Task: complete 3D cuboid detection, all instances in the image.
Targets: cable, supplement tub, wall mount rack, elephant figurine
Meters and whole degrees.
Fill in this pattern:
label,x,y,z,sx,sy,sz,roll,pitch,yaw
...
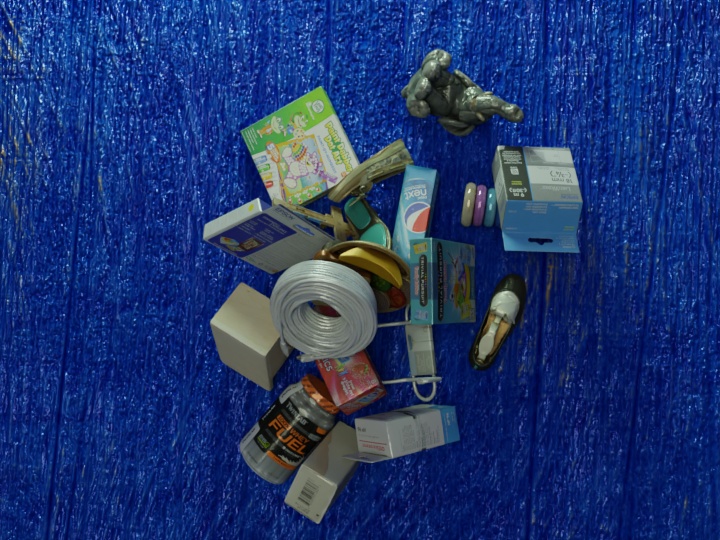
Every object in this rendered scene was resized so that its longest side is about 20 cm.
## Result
label,x,y,z,sx,sy,sz,roll,pitch,yaw
cable,-0.063,0.073,1.374,0.198,0.069,0.201,-2,128,17
supplement tub,-0.134,0.310,1.522,0.122,0.122,0.200,41,95,10
wall mount rack,0.078,0.160,1.515,0.173,0.074,0.202,-12,83,48
elephant figurine,0.193,-0.321,1.488,0.199,0.156,0.142,22,129,-13

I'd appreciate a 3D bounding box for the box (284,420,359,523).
label,x,y,z,sx,sy,sz,roll,pitch,yaw
box,-0.058,0.375,1.457,0.077,0.200,0.096,29,108,11

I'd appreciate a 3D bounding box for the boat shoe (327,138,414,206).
label,x,y,z,sx,sy,sz,roll,pitch,yaw
boat shoe,0.023,-0.184,1.506,0.199,0.073,0.063,-37,95,-21

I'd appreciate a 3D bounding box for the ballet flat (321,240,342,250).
label,x,y,z,sx,sy,sz,roll,pitch,yaw
ballet flat,0.000,0.000,1.499,0.046,0.199,0.068,-24,50,42

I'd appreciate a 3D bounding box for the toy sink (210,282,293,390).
label,x,y,z,sx,sy,sz,roll,pitch,yaw
toy sink,-0.205,0.133,1.538,0.130,0.201,0.112,29,64,13

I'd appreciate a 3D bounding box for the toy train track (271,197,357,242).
label,x,y,z,sx,sy,sz,roll,pitch,yaw
toy train track,-0.086,-0.095,1.527,0.199,0.115,0.033,19,124,-23

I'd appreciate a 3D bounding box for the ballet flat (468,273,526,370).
label,x,y,z,sx,sy,sz,roll,pitch,yaw
ballet flat,0.266,0.101,1.477,0.068,0.068,0.202,22,92,12

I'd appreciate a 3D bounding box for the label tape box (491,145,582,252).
label,x,y,z,sx,sy,sz,roll,pitch,yaw
label tape box,0.327,-0.134,1.416,0.143,0.064,0.201,1,56,-4

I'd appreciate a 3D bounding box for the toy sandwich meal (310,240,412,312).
label,x,y,z,sx,sy,sz,roll,pitch,yaw
toy sandwich meal,0.001,0.025,1.405,0.203,0.206,0.071,10,48,12

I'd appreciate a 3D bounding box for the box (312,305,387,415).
label,x,y,z,sx,sy,sz,roll,pitch,yaw
box,-0.037,0.165,1.493,0.095,0.100,0.201,-28,67,0

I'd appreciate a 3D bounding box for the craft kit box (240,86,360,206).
label,x,y,z,sx,sy,sz,roll,pitch,yaw
craft kit box,-0.120,-0.241,1.585,0.196,0.049,0.201,-27,83,6

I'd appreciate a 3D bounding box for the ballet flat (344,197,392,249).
label,x,y,z,sx,sy,sz,roll,pitch,yaw
ballet flat,0.026,-0.068,1.494,0.070,0.071,0.201,-35,44,8

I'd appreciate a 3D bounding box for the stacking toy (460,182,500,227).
label,x,y,z,sx,sy,sz,roll,pitch,yaw
stacking toy,0.296,-0.114,1.478,0.198,0.085,0.086,9,89,8

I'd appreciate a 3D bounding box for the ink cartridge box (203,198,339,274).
label,x,y,z,sx,sy,sz,roll,pitch,yaw
ink cartridge box,-0.162,-0.069,1.479,0.199,0.197,0.047,-22,56,30

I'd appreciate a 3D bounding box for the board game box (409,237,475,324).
label,x,y,z,sx,sy,sz,roll,pitch,yaw
board game box,0.157,0.023,1.435,0.047,0.199,0.153,-2,87,30

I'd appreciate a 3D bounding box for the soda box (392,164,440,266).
label,x,y,z,sx,sy,sz,roll,pitch,yaw
soda box,0.106,-0.100,1.519,0.064,0.068,0.202,10,89,12

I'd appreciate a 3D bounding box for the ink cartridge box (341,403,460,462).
label,x,y,z,sx,sy,sz,roll,pitch,yaw
ink cartridge box,0.070,0.299,1.432,0.199,0.116,0.069,-6,86,-33
